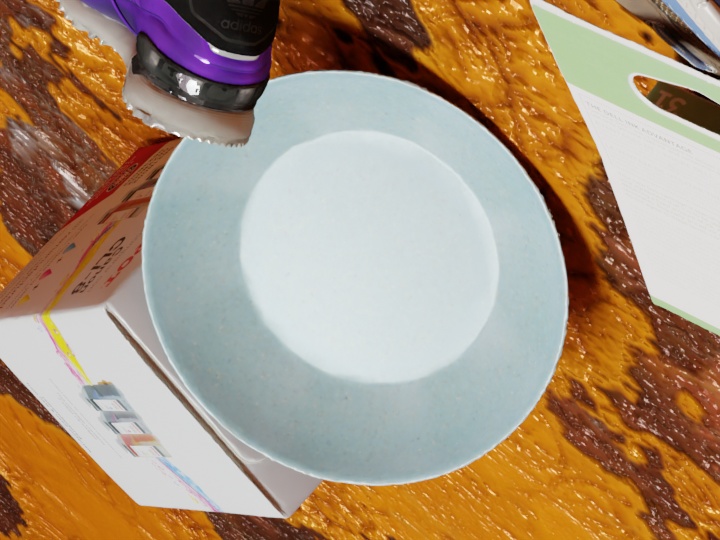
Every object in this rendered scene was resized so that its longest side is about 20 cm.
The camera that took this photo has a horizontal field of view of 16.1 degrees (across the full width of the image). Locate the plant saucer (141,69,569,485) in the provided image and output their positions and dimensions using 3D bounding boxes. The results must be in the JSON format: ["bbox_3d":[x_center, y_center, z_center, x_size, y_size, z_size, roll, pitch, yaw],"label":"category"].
[{"bbox_3d":[0.000,0.000,1.159,0.199,0.039,0.202,6,112,14],"label":"plant saucer"}]

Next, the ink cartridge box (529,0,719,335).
[{"bbox_3d":[0.150,-0.028,0.913,0.145,0.048,0.200,28,159,34],"label":"ink cartridge box"}]

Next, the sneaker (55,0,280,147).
[{"bbox_3d":[-0.076,-0.136,1.113,0.069,0.100,0.200,8,-157,-26],"label":"sneaker"}]

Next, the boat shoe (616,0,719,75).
[{"bbox_3d":[0.083,-0.129,0.833,0.200,0.072,0.072,50,159,-16],"label":"boat shoe"}]

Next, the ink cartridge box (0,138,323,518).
[{"bbox_3d":[-0.076,0.025,1.300,0.145,0.145,0.200,50,157,-17],"label":"ink cartridge box"}]
